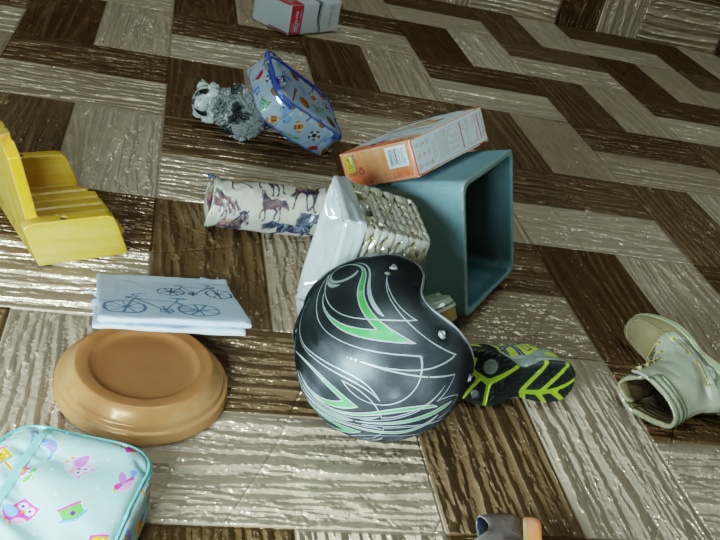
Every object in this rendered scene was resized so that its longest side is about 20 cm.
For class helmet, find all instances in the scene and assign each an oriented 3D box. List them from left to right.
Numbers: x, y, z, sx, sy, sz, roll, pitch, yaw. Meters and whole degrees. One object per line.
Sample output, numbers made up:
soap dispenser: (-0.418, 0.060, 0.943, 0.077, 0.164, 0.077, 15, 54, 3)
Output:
helmet: (0.024, 0.099, 1.011, 0.196, 0.202, 0.192, 2, 41, -20)

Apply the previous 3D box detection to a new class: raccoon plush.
raccoon plush: (-0.235, -0.297, 1.701, 0.133, 0.098, 0.199, 25, -1, 43)

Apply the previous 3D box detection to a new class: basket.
basket: (0.000, 0.000, 1.158, 0.121, 0.203, 0.136, 10, 29, -16)

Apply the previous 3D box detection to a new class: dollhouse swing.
dollhouse swing: (-0.428, -0.139, 1.221, 0.179, 0.178, 0.200, -10, 37, -36)

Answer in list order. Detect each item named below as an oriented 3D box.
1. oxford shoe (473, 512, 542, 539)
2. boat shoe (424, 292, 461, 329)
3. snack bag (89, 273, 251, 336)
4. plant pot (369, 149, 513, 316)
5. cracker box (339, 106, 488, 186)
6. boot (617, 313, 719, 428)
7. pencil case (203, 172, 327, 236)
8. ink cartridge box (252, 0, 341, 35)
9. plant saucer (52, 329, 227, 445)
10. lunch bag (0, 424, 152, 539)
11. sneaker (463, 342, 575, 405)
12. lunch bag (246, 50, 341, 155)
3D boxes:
oxford shoe: (0.133, 0.301, 0.841, 0.072, 0.073, 0.200, 13, 17, 7)
boat shoe: (0.091, 0.067, 1.178, 0.073, 0.063, 0.200, -20, 2, -6)
snack bag: (-0.245, 0.040, 1.113, 0.185, 0.022, 0.200, 3, 14, -20)
plant pot: (0.106, -0.071, 1.337, 0.197, 0.199, 0.196, 9, 24, 28)
cracker box: (0.082, -0.183, 1.304, 0.132, 0.059, 0.199, -6, 17, 41)
boot: (0.411, 0.137, 1.239, 0.152, 0.073, 0.200, -9, 38, -31)
pencil case: (-0.146, -0.102, 1.381, 0.196, 0.078, 0.090, 5, 46, -16)
ink cartridge box: (-0.168, -0.699, 2.366, 0.143, 0.085, 0.199, 32, 35, 30)
plant saucer: (-0.248, 0.118, 1.009, 0.196, 0.038, 0.201, 12, 30, -7)
lunch bag: (-0.279, 0.227, 0.770, 0.157, 0.078, 0.201, 15, 30, 1)
sneaker: (0.181, 0.130, 1.158, 0.196, 0.077, 0.076, 11, 14, -20)
lunch bag: (-0.125, -0.317, 1.655, 0.199, 0.075, 0.162, 33, 32, -44)
